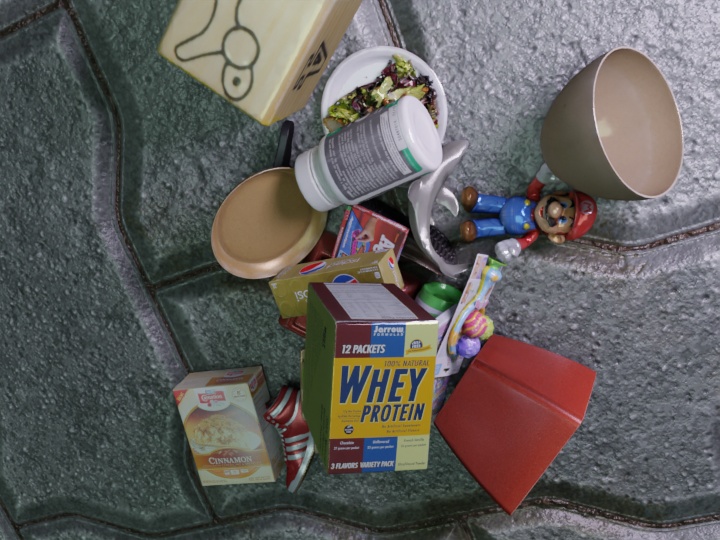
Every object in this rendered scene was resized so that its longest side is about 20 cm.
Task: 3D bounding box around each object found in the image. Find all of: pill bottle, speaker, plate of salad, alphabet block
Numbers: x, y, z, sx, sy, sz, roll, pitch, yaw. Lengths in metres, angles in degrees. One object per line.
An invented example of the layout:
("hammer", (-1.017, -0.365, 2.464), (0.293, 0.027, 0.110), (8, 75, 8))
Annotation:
("pill bottle", (0.009, -0.164, 1.110), (0.199, 0.113, 0.114), (-21, 104, 27))
("speaker", (0.109, 0.123, 1.248), (0.088, 0.089, 0.202), (19, 113, 6))
("plate of salad", (0.032, -0.236, 1.156), (0.198, 0.048, 0.202), (5, 110, 13))
("alphabet block", (-0.135, -0.352, 1.076), (0.195, 0.196, 0.201), (35, 114, 1))

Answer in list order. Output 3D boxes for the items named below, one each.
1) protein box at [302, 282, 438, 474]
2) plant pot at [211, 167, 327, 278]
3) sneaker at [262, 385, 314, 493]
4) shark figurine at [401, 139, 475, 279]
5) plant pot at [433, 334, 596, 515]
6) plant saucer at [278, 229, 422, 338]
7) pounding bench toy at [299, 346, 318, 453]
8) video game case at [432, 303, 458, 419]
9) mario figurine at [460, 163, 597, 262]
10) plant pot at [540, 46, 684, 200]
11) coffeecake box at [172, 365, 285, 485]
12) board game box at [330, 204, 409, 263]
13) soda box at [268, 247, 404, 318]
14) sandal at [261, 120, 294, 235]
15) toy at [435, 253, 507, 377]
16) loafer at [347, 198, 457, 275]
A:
("protein box", (0.005, 0.135, 1.027), (0.133, 0.200, 0.201), (1, 102, -14))
("plant pot", (-0.143, -0.077, 1.189), (0.028, 0.199, 0.201), (49, 122, 42))
("sneaker", (-0.131, 0.300, 1.379), (0.111, 0.071, 0.202), (18, 105, 3))
("shark figurine", (0.096, -0.087, 1.125), (0.127, 0.089, 0.217), (-4, 80, 23))
("plant pot", (0.233, 0.218, 1.201), (0.176, 0.200, 0.201), (35, 114, 11))
("plant saucer", (-0.025, 0.061, 1.285), (0.198, 0.037, 0.201), (27, 114, 3))
("pounding bench toy", (-0.028, 0.159, 1.212), (0.123, 0.156, 0.202), (-4, 103, -13))
("video game case", (0.100, 0.164, 1.162), (0.018, 0.143, 0.202), (24, 122, 28))
("mario figurine", (0.246, -0.088, 1.123), (0.198, 0.106, 0.124), (-1, 122, 18))
("plant pot", (0.327, -0.184, 1.042), (0.134, 0.200, 0.201), (-14, 109, 53))
("coffeecake box", (-0.237, 0.286, 1.400), (0.152, 0.073, 0.202), (-8, 107, 18))
("board game box", (0.000, 0.000, 1.207), (0.102, 0.019, 0.201), (24, 121, 10))
("soda box", (-0.038, 0.021, 1.185), (0.198, 0.064, 0.068), (-9, 110, 28))
("sandal", (-0.122, -0.137, 1.220), (0.045, 0.075, 0.202), (15, 110, -1))
("toy", (0.177, 0.077, 1.158), (0.047, 0.115, 0.202), (23, 100, 30))
("loafer", (0.063, -0.048, 1.212), (0.199, 0.073, 0.071), (32, 124, 7))
